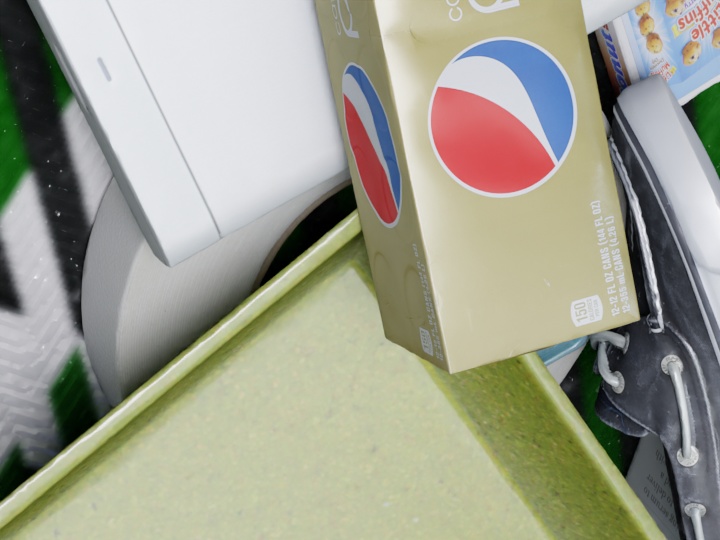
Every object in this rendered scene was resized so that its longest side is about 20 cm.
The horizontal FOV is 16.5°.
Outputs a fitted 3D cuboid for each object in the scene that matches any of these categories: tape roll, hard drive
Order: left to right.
[{"bbox_3d":[-0.003,-0.106,0.769,0.199,0.027,0.133,-30,111,-11],"label":"hard drive"},{"bbox_3d":[0.000,0.000,0.866,0.202,0.037,0.204,-16,128,-22],"label":"tape roll"}]

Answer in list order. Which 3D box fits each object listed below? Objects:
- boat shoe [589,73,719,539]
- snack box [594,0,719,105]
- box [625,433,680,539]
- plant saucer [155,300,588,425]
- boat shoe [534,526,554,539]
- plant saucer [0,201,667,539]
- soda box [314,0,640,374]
[{"bbox_3d":[0.112,0.033,0.873,0.067,0.072,0.201,-18,109,8],"label":"boat shoe"},{"bbox_3d":[0.170,-0.133,0.886,0.199,0.024,0.072,-32,132,-9],"label":"snack box"},{"bbox_3d":[0.209,0.057,0.988,0.151,0.106,0.201,-1,121,-31],"label":"box"},{"bbox_3d":[-0.015,0.044,0.851,0.199,0.019,0.070,-30,131,-11],"label":"plant saucer"},{"bbox_3d":[0.063,0.125,0.968,0.062,0.072,0.200,-19,144,9],"label":"boat shoe"},{"bbox_3d":[-0.017,0.097,0.821,0.200,0.048,0.200,-39,117,-6],"label":"plant saucer"},{"bbox_3d":[0.025,-0.078,0.727,0.064,0.068,0.201,-15,102,-14],"label":"soda box"}]
